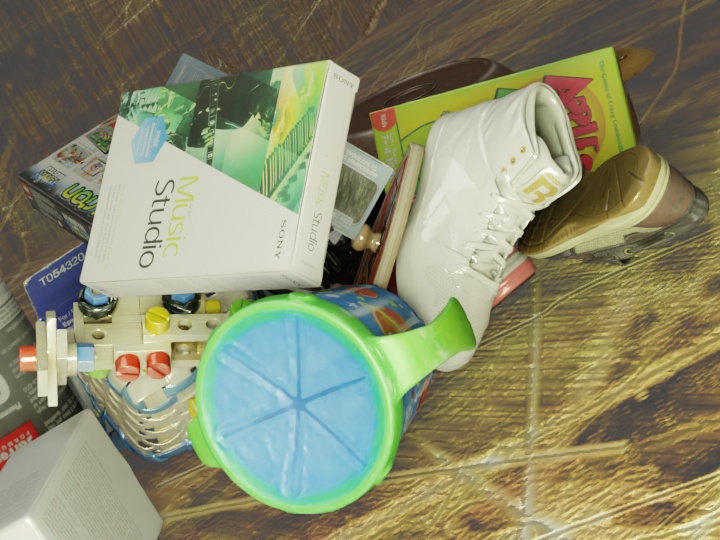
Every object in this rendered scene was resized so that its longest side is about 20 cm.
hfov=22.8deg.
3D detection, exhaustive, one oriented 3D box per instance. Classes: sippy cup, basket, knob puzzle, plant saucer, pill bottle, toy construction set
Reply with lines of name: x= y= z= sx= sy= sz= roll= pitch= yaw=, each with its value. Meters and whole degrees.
sippy cup: x=-0.017 y=0.069 z=1.135 sx=0.177 sy=0.141 sz=0.130 roll=14 pitch=18 yaw=19
basket: x=-0.140 y=0.069 z=1.436 sx=0.176 sy=0.139 sz=0.200 roll=-33 pitch=-22 yaw=-15
knob puzzle: x=0.000 y=0.000 z=1.287 sx=0.220 sy=0.030 sz=0.221 roll=-161 pitch=90 yaw=-87
plant saucer: x=0.047 y=-0.139 z=1.563 sx=0.199 sy=0.035 sz=0.200 roll=-23 pitch=17 yaw=7
pill bottle: x=-0.292 y=0.110 z=1.445 sx=0.113 sy=0.201 sz=0.114 roll=-29 pitch=12 yaw=7
toy construction set: x=-0.148 y=0.065 z=1.267 sx=0.092 sy=0.199 sz=0.132 roll=119 pitch=151 yaw=-41

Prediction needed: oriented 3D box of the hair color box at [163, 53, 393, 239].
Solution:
hair color box: x=-0.070 y=-0.094 z=1.307 sx=0.061 sy=0.099 sz=0.200 roll=-60 pitch=32 yaw=1

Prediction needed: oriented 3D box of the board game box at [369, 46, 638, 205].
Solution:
board game box: x=0.115 y=-0.097 z=1.403 sx=0.199 sy=0.102 sz=0.048 roll=-14 pitch=-14 yaw=12

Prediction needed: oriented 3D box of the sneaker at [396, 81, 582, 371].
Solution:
sneaker: x=0.091 y=-0.036 z=1.217 sx=0.115 sy=0.073 sz=0.201 roll=-21 pitch=53 yaw=46

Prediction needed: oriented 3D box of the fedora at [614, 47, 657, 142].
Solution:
fedora: x=0.172 y=-0.116 z=1.519 sx=0.200 sy=0.082 sz=0.201 roll=-27 pitch=11 yaw=6

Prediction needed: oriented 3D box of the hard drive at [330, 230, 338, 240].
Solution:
hard drive: x=0.046 y=-0.048 z=1.667 sx=0.199 sy=0.038 sz=0.140 roll=-31 pitch=12 yaw=-4

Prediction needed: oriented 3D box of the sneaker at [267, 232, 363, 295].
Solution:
sneaker: x=-0.040 y=0.011 z=1.489 sx=0.079 sy=0.074 sz=0.200 roll=-40 pitch=-16 yaw=17

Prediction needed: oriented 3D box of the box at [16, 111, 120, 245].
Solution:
box: x=-0.189 y=-0.066 z=1.447 sx=0.110 sy=0.035 sz=0.200 roll=-34 pitch=34 yaw=-19

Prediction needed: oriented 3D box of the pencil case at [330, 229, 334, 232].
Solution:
pencil case: x=-0.088 y=-0.028 z=1.815 sx=0.199 sy=0.087 sz=0.083 roll=-27 pitch=-19 yaw=17

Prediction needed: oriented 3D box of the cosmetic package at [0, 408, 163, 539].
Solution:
cosmetic package: x=-0.197 y=0.178 z=1.168 sx=0.071 sy=0.102 sz=0.200 roll=-29 pitch=11 yaw=10

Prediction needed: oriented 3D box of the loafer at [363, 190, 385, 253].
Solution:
loafer: x=0.036 y=-0.066 z=1.535 sx=0.200 sy=0.067 sz=0.076 roll=-93 pitch=25 yaw=-59

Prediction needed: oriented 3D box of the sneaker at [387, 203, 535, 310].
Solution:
sneaker: x=0.052 y=-0.012 z=1.372 sx=0.074 sy=0.087 sz=0.200 roll=-37 pitch=13 yaw=-33

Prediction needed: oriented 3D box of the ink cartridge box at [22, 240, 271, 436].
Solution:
ink cartridge box: x=-0.169 y=0.035 z=1.511 sx=0.196 sy=0.201 sz=0.043 roll=-35 pitch=51 yaw=-19

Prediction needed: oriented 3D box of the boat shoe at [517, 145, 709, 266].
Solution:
boat shoe: x=0.169 y=-0.032 z=1.224 sx=0.074 sy=0.065 sz=0.200 roll=-63 pitch=13 yaw=-12

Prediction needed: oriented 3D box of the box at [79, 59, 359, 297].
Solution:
box: x=-0.096 y=-0.058 z=1.191 sx=0.199 sy=0.036 sz=0.145 roll=-3 pitch=69 yaw=39
